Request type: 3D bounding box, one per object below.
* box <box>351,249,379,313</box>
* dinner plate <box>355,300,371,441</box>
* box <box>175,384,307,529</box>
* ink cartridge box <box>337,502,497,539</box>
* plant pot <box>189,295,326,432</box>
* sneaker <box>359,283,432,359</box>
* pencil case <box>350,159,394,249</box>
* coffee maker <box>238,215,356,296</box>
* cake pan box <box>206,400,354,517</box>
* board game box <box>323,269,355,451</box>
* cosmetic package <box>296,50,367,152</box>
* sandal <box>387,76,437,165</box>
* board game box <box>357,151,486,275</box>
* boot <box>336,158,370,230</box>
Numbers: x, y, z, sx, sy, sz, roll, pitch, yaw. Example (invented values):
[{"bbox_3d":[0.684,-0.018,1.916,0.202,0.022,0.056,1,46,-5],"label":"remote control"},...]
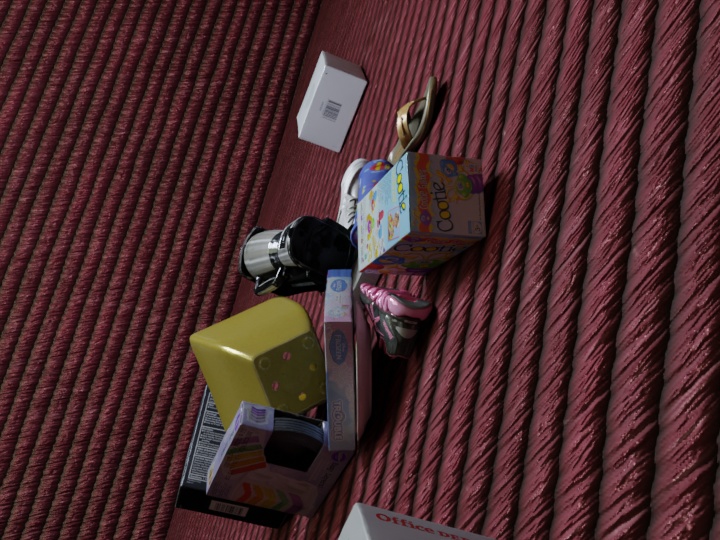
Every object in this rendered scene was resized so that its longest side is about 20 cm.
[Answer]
[{"bbox_3d":[0.000,0.000,1.497,0.145,0.036,0.201,-96,29,-60],"label":"box"},{"bbox_3d":[0.004,0.145,1.214,0.200,0.024,0.202,-179,90,-89],"label":"dinner plate"},{"bbox_3d":[-0.215,0.342,1.539,0.124,0.198,0.200,116,166,-53],"label":"box"},{"bbox_3d":[0.060,0.279,0.652,0.200,0.143,0.085,-126,56,-73],"label":"ink cartridge box"},{"bbox_3d":[-0.146,0.167,1.427,0.200,0.193,0.197,-2,110,64],"label":"plant pot"},{"bbox_3d":[0.040,0.073,1.187,0.200,0.078,0.096,-146,64,-77],"label":"sneaker"},{"bbox_3d":[0.028,-0.104,1.401,0.201,0.077,0.087,-83,7,-54],"label":"pencil case"},{"bbox_3d":[-0.097,-0.024,1.547,0.199,0.191,0.136,-8,82,54],"label":"coffee maker"},{"bbox_3d":[-0.123,0.291,1.289,0.053,0.183,0.201,-94,26,-48],"label":"cake pan box"},{"bbox_3d":[-0.029,0.127,1.242,0.199,0.043,0.202,-94,3,-70],"label":"board game box"},{"bbox_3d":[-0.079,-0.448,2.218,0.200,0.122,0.201,-104,34,-64],"label":"cosmetic package"},{"bbox_3d":[0.081,-0.250,1.464,0.081,0.054,0.201,-85,19,-44],"label":"sandal"},{"bbox_3d":[0.074,-0.068,1.105,0.200,0.102,0.106,143,128,-68],"label":"board game box"},{"bbox_3d":[-0.005,-0.110,1.617,0.096,0.073,0.202,-133,53,-68],"label":"boot"}]
